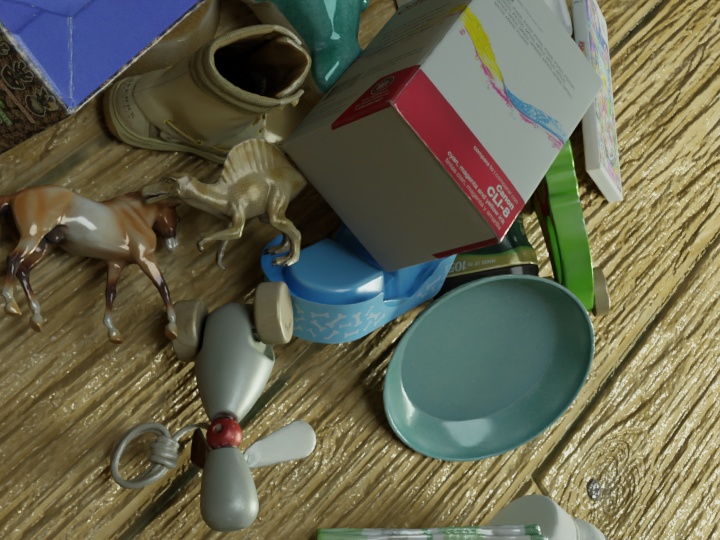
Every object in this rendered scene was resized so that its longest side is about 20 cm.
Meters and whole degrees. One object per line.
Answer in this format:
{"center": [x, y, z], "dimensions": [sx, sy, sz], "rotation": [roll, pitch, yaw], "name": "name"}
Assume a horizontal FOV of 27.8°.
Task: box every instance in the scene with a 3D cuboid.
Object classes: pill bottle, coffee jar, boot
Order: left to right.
{"center": [-0.083, -0.140, 1.158], "dimensions": [0.199, 0.155, 0.073], "rotation": [3, 76, -42], "name": "boot"}
{"center": [0.102, -0.056, 1.331], "dimensions": [0.085, 0.104, 0.201], "rotation": [15, 64, -75], "name": "coffee jar"}
{"center": [0.202, 0.298, 1.323], "dimensions": [0.200, 0.113, 0.113], "rotation": [44, 54, -25], "name": "pill bottle"}

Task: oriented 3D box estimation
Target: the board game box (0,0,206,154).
{"center": [-0.228, -0.162, 1.007], "dimensions": [0.097, 0.200, 0.160], "rotation": [53, 53, -17], "name": "board game box"}

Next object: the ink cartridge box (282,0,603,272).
{"center": [0.070, -0.126, 1.168], "dimensions": [0.145, 0.145, 0.200], "rotation": [49, 56, -19], "name": "ink cartridge box"}

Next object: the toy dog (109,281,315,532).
{"center": [-0.097, 0.107, 1.127], "dimensions": [0.096, 0.131, 0.201], "rotation": [60, 46, -59], "name": "toy dog"}

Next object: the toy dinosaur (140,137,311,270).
{"center": [-0.071, -0.058, 1.154], "dimensions": [0.199, 0.058, 0.102], "rotation": [-17, 108, -31], "name": "toy dinosaur"}

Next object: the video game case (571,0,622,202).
{"center": [0.244, -0.184, 1.501], "dimensions": [0.143, 0.018, 0.201], "rotation": [29, 56, -68], "name": "video game case"}

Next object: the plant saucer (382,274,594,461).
{"center": [0.109, 0.080, 1.285], "dimensions": [0.200, 0.200, 0.036], "rotation": [29, 18, -32], "name": "plant saucer"}

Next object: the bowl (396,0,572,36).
{"center": [0.130, -0.271, 1.435], "dimensions": [0.199, 0.075, 0.201], "rotation": [-19, 93, -42], "name": "bowl"}

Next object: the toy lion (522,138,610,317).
{"center": [0.179, -0.075, 1.339], "dimensions": [0.192, 0.068, 0.201], "rotation": [76, 2, -60], "name": "toy lion"}

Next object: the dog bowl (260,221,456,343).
{"center": [0.000, 0.000, 1.233], "dimensions": [0.200, 0.111, 0.050], "rotation": [-27, 137, -42], "name": "dog bowl"}

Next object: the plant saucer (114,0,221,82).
{"center": [-0.186, -0.252, 1.179], "dimensions": [0.200, 0.035, 0.201], "rotation": [12, 71, -38], "name": "plant saucer"}

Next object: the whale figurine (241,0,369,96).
{"center": [-0.036, -0.244, 1.236], "dimensions": [0.159, 0.104, 0.201], "rotation": [-3, 64, -50], "name": "whale figurine"}

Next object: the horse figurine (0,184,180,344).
{"center": [-0.212, -0.015, 1.081], "dimensions": [0.199, 0.050, 0.133], "rotation": [9, 62, -34], "name": "horse figurine"}

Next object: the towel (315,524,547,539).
{"center": [0.061, 0.285, 1.198], "dimensions": [0.199, 0.031, 0.150], "rotation": [2, 74, -10], "name": "towel"}
